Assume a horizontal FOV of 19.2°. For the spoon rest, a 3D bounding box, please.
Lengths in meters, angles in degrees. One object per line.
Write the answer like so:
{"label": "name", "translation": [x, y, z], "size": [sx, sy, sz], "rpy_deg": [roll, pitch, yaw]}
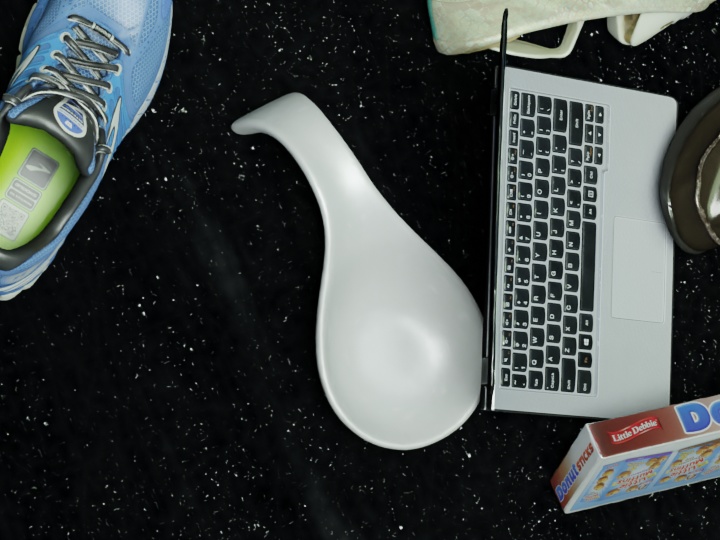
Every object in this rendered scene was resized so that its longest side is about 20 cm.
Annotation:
{"label": "spoon rest", "translation": [0.000, 0.000, 1.120], "size": [0.099, 0.061, 0.200], "rpy_deg": [-30, 95, -20]}

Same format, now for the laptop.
{"label": "laptop", "translation": [0.119, -0.020, 1.111], "size": [0.200, 0.116, 0.188], "rpy_deg": [7, 82, -31]}

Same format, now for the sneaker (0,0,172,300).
{"label": "sneaker", "translation": [-0.142, -0.078, 1.062], "size": [0.078, 0.089, 0.200], "rpy_deg": [26, 78, -17]}

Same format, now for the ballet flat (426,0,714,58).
{"label": "ballet flat", "translation": [0.129, -0.152, 1.184], "size": [0.199, 0.067, 0.063], "rpy_deg": [-6, 116, -16]}

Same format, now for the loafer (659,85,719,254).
{"label": "loafer", "translation": [0.247, -0.085, 1.196], "size": [0.200, 0.071, 0.073], "rpy_deg": [-45, 119, -17]}

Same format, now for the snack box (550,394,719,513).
{"label": "snack box", "translation": [0.207, 0.090, 1.178], "size": [0.199, 0.072, 0.024], "rpy_deg": [-11, 63, -19]}
